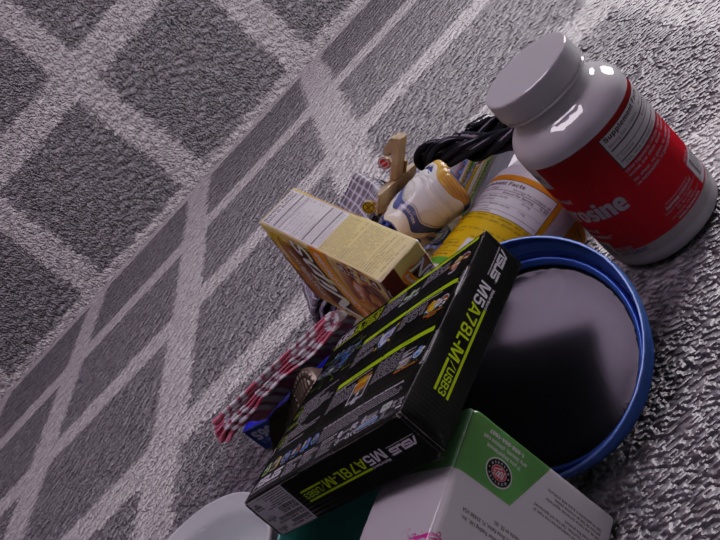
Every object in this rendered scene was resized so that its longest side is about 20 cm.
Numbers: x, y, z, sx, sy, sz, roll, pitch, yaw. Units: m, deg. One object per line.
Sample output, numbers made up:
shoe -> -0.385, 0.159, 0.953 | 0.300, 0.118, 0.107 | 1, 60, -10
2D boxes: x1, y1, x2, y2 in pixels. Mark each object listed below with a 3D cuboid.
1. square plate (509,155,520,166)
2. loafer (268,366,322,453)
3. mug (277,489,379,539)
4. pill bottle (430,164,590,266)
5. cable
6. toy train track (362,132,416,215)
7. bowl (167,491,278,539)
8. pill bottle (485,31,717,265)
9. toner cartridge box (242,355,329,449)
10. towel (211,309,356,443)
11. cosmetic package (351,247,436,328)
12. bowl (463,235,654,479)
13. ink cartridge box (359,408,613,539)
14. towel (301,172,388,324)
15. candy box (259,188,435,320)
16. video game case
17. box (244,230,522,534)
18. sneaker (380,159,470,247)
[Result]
square plate -> 0.202, -0.112, 1.042 | 0.200, 0.028, 0.198 | -44, 21, 15
loafer -> -0.051, 0.170, 0.989 | 0.200, 0.068, 0.076 | 122, 141, -53
mug -> 0.029, 0.197, 0.714 | 0.185, 0.114, 0.152 | -61, 22, -11
pill bottle -> 0.154, -0.031, 0.871 | 0.200, 0.111, 0.111 | -50, 20, -19
cable -> 0.143, -0.149, 0.938 | 0.163, 0.051, 0.200 | -22, 9, -18
toy train track -> 0.022, -0.053, 0.980 | 0.115, 0.032, 0.200 | -44, -36, -57
bowl -> -0.132, 0.323, 0.863 | 0.201, 0.090, 0.201 | -36, 24, 19
pill bottle -> 0.206, -0.105, 0.775 | 0.112, 0.200, 0.112 | -42, 21, 20
toner cartridge box -> -0.058, 0.145, 1.103 | 0.200, 0.043, 0.095 | -31, 27, 40
towel -> -0.069, 0.112, 1.008 | 0.200, 0.030, 0.146 | -43, -9, 13
cosmetic package -> 0.042, 0.090, 0.914 | 0.087, 0.103, 0.200 | -18, 36, 53
bowl -> 0.137, 0.072, 0.718 | 0.200, 0.039, 0.201 | -15, 63, 33
ink cartridge box -> 0.068, 0.216, 0.575 | 0.084, 0.145, 0.200 | -27, 30, 50
towel -> -0.005, -0.028, 1.182 | 0.200, 0.085, 0.166 | -60, 13, 8
candy box -> 0.000, 0.000, 0.846 | 0.055, 0.115, 0.200 | -47, 38, -15
video game case -> 0.103, -0.061, 1.100 | 0.200, 0.022, 0.182 | -64, 17, -12
box -> 0.016, 0.084, 0.666 | 0.200, 0.048, 0.193 | -39, 12, 43
sneaker -> 0.057, -0.056, 0.943 | 0.088, 0.075, 0.200 | -37, -11, -3
